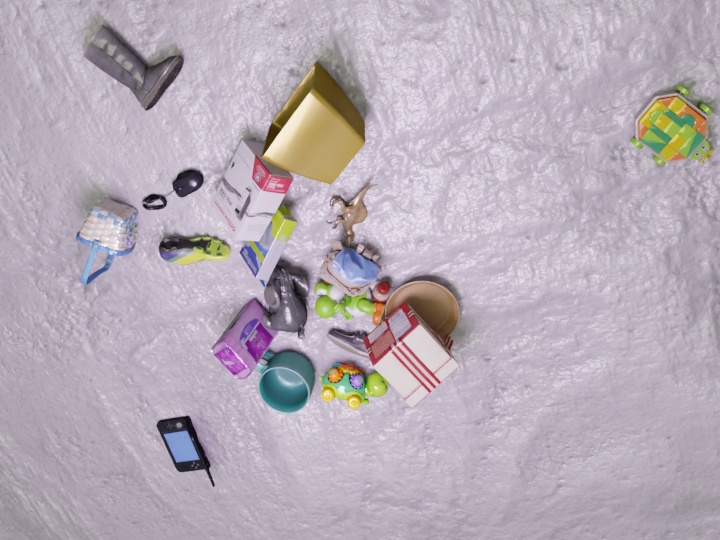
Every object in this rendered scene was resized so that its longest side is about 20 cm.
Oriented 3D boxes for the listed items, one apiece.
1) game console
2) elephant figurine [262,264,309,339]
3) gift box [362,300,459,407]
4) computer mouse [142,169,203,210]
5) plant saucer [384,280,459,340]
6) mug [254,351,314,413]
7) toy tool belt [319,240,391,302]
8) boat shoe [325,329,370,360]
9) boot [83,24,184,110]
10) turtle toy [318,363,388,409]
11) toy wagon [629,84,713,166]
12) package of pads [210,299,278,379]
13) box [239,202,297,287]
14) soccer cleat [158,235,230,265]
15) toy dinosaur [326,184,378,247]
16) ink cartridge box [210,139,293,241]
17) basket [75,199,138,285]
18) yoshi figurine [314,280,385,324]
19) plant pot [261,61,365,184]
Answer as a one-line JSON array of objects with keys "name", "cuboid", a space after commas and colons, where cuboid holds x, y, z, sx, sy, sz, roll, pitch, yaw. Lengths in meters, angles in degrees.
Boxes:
[{"name": "game console", "cuboid": [-0.542, 0.568, 2.097, 0.173, 0.117, 0.203, -10, 113, 14]}, {"name": "elephant figurine", "cuboid": [-0.205, 0.054, 1.784, 0.152, 0.142, 0.203, 5, 120, 13]}, {"name": "gift box", "cuboid": [0.135, 0.207, 1.738, 0.184, 0.201, 0.187, -40, 110, 10]}, {"name": "computer mouse", "cuboid": [-0.493, -0.204, 1.771, 0.198, 0.034, 0.059, -25, 110, 20]}, {"name": "plant saucer", "cuboid": [0.163, 0.107, 1.801, 0.196, 0.036, 0.203, 2, 119, 3]}, {"name": "mug", "cuboid": [-0.209, 0.294, 1.914, 0.149, 0.115, 0.188, -13, 112, 15]}, {"name": "toy tool belt", "cuboid": [0.000, 0.000, 1.727, 0.197, 0.126, 0.124, 24, 139, -3]}, {"name": "boat shoe", "cuboid": [0.002, 0.201, 1.879, 0.197, 0.073, 0.064, 23, 74, 4]}, {"name": "boot", "cuboid": [-0.543, -0.509, 1.624, 0.181, 0.073, 0.200, -40, 97, 22]}, {"name": "turtle toy", "cuboid": [-0.021, 0.318, 1.893, 0.196, 0.146, 0.103, 15, 96, 2]}, {"name": "toy wagon", "cuboid": [0.713, -0.309, 1.519, 0.198, 0.040, 0.156, 34, 116, -7]}, {"name": "package of pads", "cuboid": [-0.305, 0.185, 1.831, 0.075, 0.201, 0.121, -30, 108, 35]}, {"name": "box", "cuboid": [-0.241, -0.073, 1.732, 0.047, 0.122, 0.202, 12, 116, -40]}, {"name": "soccer cleat", "cuboid": [-0.445, -0.048, 1.832, 0.196, 0.066, 0.084, 4, 146, 3]}, {"name": "toy dinosaur", "cuboid": [-0.027, -0.157, 1.715, 0.099, 0.059, 0.202, 13, 125, -14]}, {"name": "ink cartridge box", "cuboid": [-0.272, -0.194, 1.674, 0.147, 0.082, 0.201, 49, 120, 29]}, {"name": "basket", "cuboid": [-0.670, -0.073, 1.783, 0.137, 0.177, 0.202, 26, 106, -8]}, {"name": "yoshi figurine", "cuboid": [-0.039, 0.102, 1.802, 0.197, 0.112, 0.114, 20, 124, 3]}, {"name": "plant pot", "cuboid": [-0.095, -0.322, 1.569, 0.175, 0.201, 0.200, 33, 117, -20]}]
